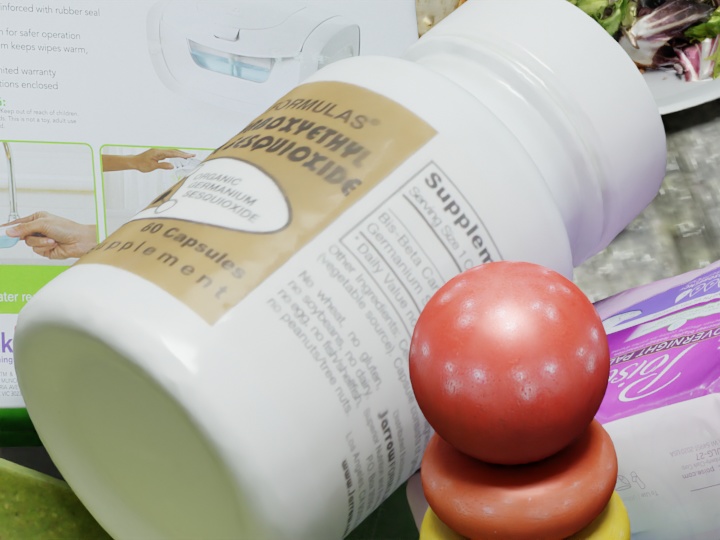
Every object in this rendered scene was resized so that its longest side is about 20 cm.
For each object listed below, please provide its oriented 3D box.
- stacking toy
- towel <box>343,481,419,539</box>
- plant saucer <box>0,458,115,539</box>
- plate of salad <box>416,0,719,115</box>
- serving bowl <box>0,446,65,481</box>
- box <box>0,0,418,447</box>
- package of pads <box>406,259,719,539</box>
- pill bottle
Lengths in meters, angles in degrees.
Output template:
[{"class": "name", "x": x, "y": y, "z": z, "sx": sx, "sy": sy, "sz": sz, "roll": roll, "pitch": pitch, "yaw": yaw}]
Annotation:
[{"class": "stacking toy", "x": 0.050, "y": 0.086, "z": 0.797, "sx": 0.085, "sy": 0.201, "sz": 0.086, "roll": -4, "pitch": 33, "yaw": 2}, {"class": "towel", "x": 0.098, "y": 0.077, "z": 0.971, "sx": 0.199, "sy": 0.023, "sz": 0.153, "roll": 2, "pitch": 33, "yaw": 14}, {"class": "plant saucer", "x": -0.084, "y": 0.136, "z": 0.816, "sx": 0.199, "sy": 0.048, "sz": 0.200, "roll": 22, "pitch": 25, "yaw": -23}, {"class": "plate of salad", "x": 0.098, "y": -0.123, "z": 1.254, "sx": 0.199, "sy": 0.048, "sz": 0.200, "roll": -4, "pitch": 32, "yaw": 2}, {"class": "serving bowl", "x": -0.152, "y": 0.016, "z": 1.060, "sx": 0.199, "sy": 0.066, "sz": 0.200, "roll": -4, "pitch": 34, "yaw": 3}, {"class": "box", "x": -0.081, "y": -0.034, "z": 0.956, "sx": 0.199, "sy": 0.177, "sz": 0.097, "roll": 0, "pitch": -11, "yaw": -30}, {"class": "package of pads", "x": 0.120, "y": 0.044, "z": 0.853, "sx": 0.200, "sy": 0.076, "sz": 0.120, "roll": -20, "pitch": 15, "yaw": 45}, {"class": "pill bottle", "x": 0.000, "y": 0.000, "z": 0.876, "sx": 0.114, "sy": 0.115, "sz": 0.200, "roll": 24, "pitch": 51, "yaw": 37}]
